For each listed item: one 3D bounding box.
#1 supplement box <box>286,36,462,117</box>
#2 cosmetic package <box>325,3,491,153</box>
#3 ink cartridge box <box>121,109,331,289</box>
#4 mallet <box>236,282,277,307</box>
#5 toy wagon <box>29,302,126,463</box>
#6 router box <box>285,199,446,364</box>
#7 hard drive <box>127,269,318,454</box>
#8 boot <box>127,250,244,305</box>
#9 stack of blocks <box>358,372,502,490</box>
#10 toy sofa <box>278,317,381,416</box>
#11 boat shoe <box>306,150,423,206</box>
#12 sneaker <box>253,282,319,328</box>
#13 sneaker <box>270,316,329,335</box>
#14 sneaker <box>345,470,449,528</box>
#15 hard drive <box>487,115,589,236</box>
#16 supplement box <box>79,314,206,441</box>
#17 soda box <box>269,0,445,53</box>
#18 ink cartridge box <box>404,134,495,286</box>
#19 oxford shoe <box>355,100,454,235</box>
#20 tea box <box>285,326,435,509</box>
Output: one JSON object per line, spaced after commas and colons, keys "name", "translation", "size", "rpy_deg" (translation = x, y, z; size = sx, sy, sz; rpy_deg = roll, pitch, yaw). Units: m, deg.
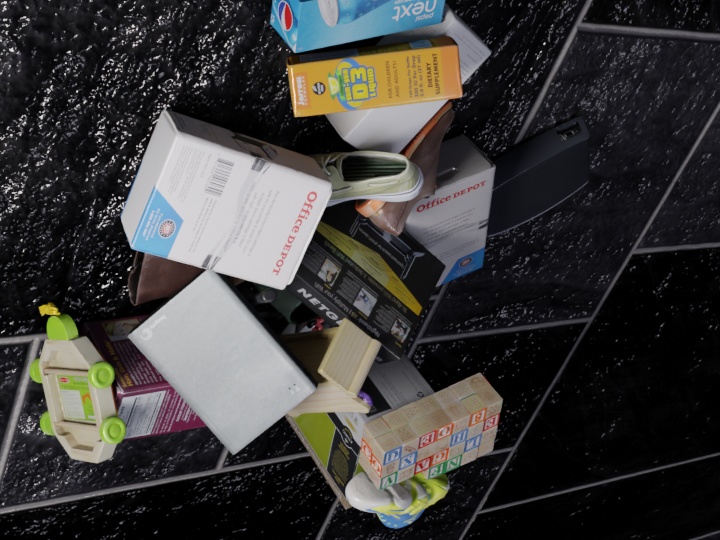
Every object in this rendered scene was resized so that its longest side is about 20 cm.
{"name": "supplement box", "translation": [0.016, -0.225, 1.476], "size": [0.199, 0.069, 0.067], "rpy_deg": [-7, 110, 1]}
{"name": "cosmetic package", "translation": [0.056, -0.236, 1.569], "size": [0.200, 0.074, 0.102], "rpy_deg": [-45, 143, 12]}
{"name": "ink cartridge box", "translation": [-0.156, -0.080, 1.470], "size": [0.199, 0.086, 0.147], "rpy_deg": [16, 110, -29]}
{"name": "mallet", "translation": [-0.136, 0.035, 1.612], "size": [0.066, 0.041, 0.200], "rpy_deg": [-25, -175, -29]}
{"name": "toy wagon", "translation": [-0.351, 0.135, 1.559], "size": [0.039, 0.155, 0.201], "rpy_deg": [-17, 100, -42]}
{"name": "router box", "translation": [0.000, 0.000, 1.647], "size": [0.200, 0.052, 0.158], "rpy_deg": [40, 60, -20]}
{"name": "hard drive", "translation": [-0.168, 0.108, 1.552], "size": [0.139, 0.200, 0.033], "rpy_deg": [-38, -171, 12]}
{"name": "boot", "translation": [-0.192, -0.036, 1.569], "size": [0.166, 0.072, 0.201], "rpy_deg": [-11, 141, -37]}
{"name": "stack of blocks", "translation": [0.098, 0.235, 1.786], "size": [0.199, 0.059, 0.116], "rpy_deg": [-20, 139, -25]}
{"name": "toy sofa", "translation": [-0.057, 0.128, 1.656], "size": [0.097, 0.200, 0.083], "rpy_deg": [40, 61, -26]}
{"name": "boat shoe", "translation": [-0.022, -0.121, 1.564], "size": [0.199, 0.072, 0.062], "rpy_deg": [-2, 154, 15]}
{"name": "sneaker", "translation": [-0.036, -0.004, 1.702], "size": [0.200, 0.118, 0.074], "rpy_deg": [-35, 143, -6]}
{"name": "sneaker", "translation": [-0.101, 0.096, 1.787], "size": [0.097, 0.071, 0.202], "rpy_deg": [19, 100, -6]}
{"name": "sneaker", "translation": [0.042, 0.341, 1.841], "size": [0.199, 0.076, 0.105], "rpy_deg": [3, 129, -43]}
{"name": "hard drive", "translation": [0.254, -0.133, 1.873], "size": [0.199, 0.042, 0.135], "rpy_deg": [-29, 143, -13]}
{"name": "supplement box", "translation": [-0.258, 0.134, 1.652], "size": [0.199, 0.131, 0.104], "rpy_deg": [-6, 135, -35]}
{"name": "soda box", "translation": [0.000, -0.309, 1.446], "size": [0.199, 0.064, 0.068], "rpy_deg": [-17, 140, -27]}
{"name": "ink cartridge box", "translation": [0.100, -0.071, 1.772], "size": [0.146, 0.086, 0.201], "rpy_deg": [-22, 140, -21]}
{"name": "oxford shoe", "translation": [0.071, -0.134, 1.643], "size": [0.073, 0.071, 0.200], "rpy_deg": [41, 71, -18]}
{"name": "tea box", "translation": [-0.003, 0.205, 1.888], "size": [0.133, 0.200, 0.197], "rpy_deg": [-15, 140, -28]}
